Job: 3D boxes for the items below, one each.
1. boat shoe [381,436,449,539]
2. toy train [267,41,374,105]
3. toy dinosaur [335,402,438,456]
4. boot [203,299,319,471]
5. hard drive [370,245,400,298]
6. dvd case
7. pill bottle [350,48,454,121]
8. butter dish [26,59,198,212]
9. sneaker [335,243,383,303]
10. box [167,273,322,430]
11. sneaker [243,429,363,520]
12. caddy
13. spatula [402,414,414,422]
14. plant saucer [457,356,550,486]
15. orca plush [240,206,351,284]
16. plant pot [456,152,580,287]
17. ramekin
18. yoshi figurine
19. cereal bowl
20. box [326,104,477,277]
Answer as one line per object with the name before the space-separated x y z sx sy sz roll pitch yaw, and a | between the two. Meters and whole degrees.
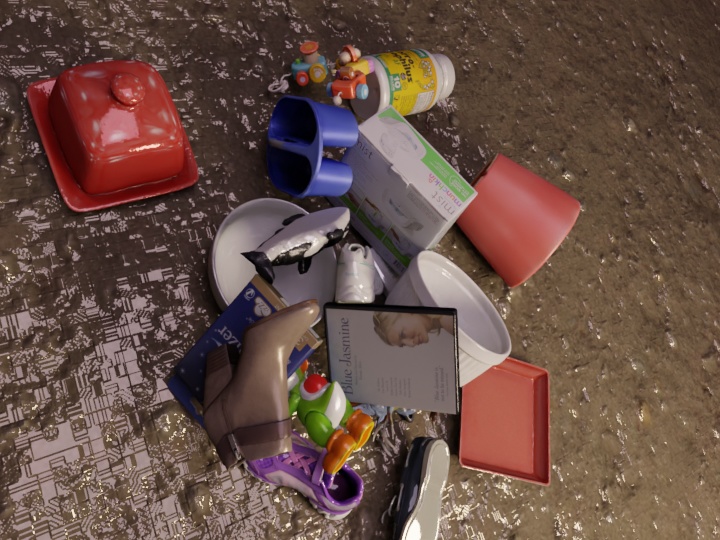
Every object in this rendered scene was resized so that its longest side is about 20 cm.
boat shoe | 0.078 0.349 0.888 0.074 0.061 0.206 27 69 -36
toy train | -0.058 -0.333 0.990 0.151 0.195 0.057 -48 141 -40
toy dinosaur | 0.033 0.205 0.916 0.175 0.107 0.203 3 38 -8
boot | -0.109 0.141 0.706 0.070 0.197 0.150 11 54 -57
hard drive | 0.100 0.030 1.041 0.130 0.025 0.203 -31 89 -34
dvd case | 0.041 0.120 0.831 0.017 0.194 0.148 -31 119 -63
pill bottle | 0.081 -0.350 1.116 0.196 0.112 0.116 -20 82 -33
butter dish | -0.324 -0.210 0.811 0.196 0.147 0.205 -20 83 -34
sneaker | 0.000 0.000 0.899 0.068 0.200 0.083 -1 93 3
box | -0.157 0.122 0.776 0.121 0.032 0.201 43 95 7
sneaker | -0.072 0.269 0.818 0.198 0.088 0.082 35 60 -13
caddy | -0.087 -0.188 0.915 0.102 0.199 0.146 1 106 -31
spatula | 0.031 0.157 0.957 0.056 0.020 0.203 -33 91 -36
plant saucer | 0.245 0.252 1.038 0.195 0.037 0.206 18 64 -22
orca plush | -0.076 -0.023 0.831 0.200 0.102 0.073 -50 140 -56
plant pot | 0.274 -0.103 1.102 0.176 0.201 0.202 39 57 -1
ramekin | 0.124 0.080 0.906 0.198 0.105 0.202 35 26 -20
yoshi figurine | -0.085 0.186 0.819 0.199 0.113 0.112 40 77 17
cereal bowl | -0.134 0.004 0.881 0.195 0.083 0.207 11 67 -27
box | 0.057 -0.122 0.961 0.200 0.177 0.096 46 55 8
